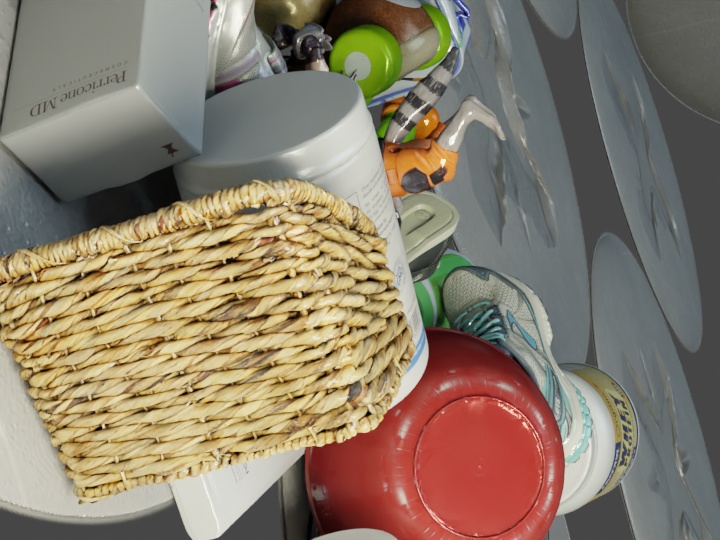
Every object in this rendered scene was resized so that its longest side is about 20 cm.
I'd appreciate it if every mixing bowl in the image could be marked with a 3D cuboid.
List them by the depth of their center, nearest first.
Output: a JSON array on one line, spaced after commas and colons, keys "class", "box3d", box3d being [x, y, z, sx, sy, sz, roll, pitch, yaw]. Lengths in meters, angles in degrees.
[{"class": "mixing bowl", "box3d": [0.068, 0.137, 1.073, 0.108, 0.198, 0.202, 160, -85, -73]}]

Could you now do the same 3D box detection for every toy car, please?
[{"class": "toy car", "box3d": [-0.041, -0.226, 1.246, 0.201, 0.157, 0.164, 60, 26, -4]}]

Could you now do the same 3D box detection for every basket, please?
[{"class": "basket", "box3d": [-0.083, 0.017, 0.847, 0.150, 0.198, 0.143, 67, 22, -15]}]

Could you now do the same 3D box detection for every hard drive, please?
[{"class": "hard drive", "box3d": [-0.087, 0.085, 1.039, 0.200, 0.026, 0.133, -36, 109, -69]}]

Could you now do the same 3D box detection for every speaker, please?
[{"class": "speaker", "box3d": [0.052, 0.028, 1.371, 0.200, 0.088, 0.089, -17, 91, -70]}]

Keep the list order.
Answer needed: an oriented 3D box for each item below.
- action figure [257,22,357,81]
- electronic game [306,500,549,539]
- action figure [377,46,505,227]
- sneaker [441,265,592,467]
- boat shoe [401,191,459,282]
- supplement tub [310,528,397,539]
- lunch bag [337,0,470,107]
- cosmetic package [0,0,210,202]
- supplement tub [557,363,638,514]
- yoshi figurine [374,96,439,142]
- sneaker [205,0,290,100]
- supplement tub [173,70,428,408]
[{"class": "action figure", "box3d": [-0.082, -0.152, 1.122, 0.200, 0.069, 0.131, 49, 62, -28]}, {"class": "electronic game", "box3d": [0.053, 0.201, 1.140, 0.042, 0.198, 0.202, -8, -80, 68]}, {"class": "action figure", "box3d": [0.011, -0.079, 1.138, 0.105, 0.192, 0.200, 59, 8, -18]}, {"class": "sneaker", "box3d": [0.115, 0.064, 1.233, 0.086, 0.078, 0.201, 24, 27, -48]}, {"class": "boat shoe", "box3d": [0.000, 0.000, 1.211, 0.199, 0.068, 0.072, -25, 58, -41]}, {"class": "supplement tub", "box3d": [0.007, 0.282, 0.970, 0.145, 0.143, 0.202, -59, 130, -64]}, {"class": "lunch bag", "box3d": [0.010, -0.245, 1.354, 0.201, 0.159, 0.076, 62, 23, -26]}, {"class": "cosmetic package", "box3d": [-0.152, -0.152, 0.939, 0.071, 0.100, 0.202, 49, 31, -47]}, {"class": "supplement tub", "box3d": [0.195, 0.169, 1.537, 0.200, 0.143, 0.146, 3, 72, -69]}, {"class": "yoshi figurine", "box3d": [0.028, -0.072, 1.357, 0.201, 0.111, 0.113, -65, 142, -57]}, {"class": "sneaker", "box3d": [-0.074, -0.121, 1.035, 0.082, 0.087, 0.202, -108, -163, -53]}, {"class": "supplement tub", "box3d": [-0.036, -0.011, 0.979, 0.132, 0.130, 0.202, -72, 150, -57]}]
